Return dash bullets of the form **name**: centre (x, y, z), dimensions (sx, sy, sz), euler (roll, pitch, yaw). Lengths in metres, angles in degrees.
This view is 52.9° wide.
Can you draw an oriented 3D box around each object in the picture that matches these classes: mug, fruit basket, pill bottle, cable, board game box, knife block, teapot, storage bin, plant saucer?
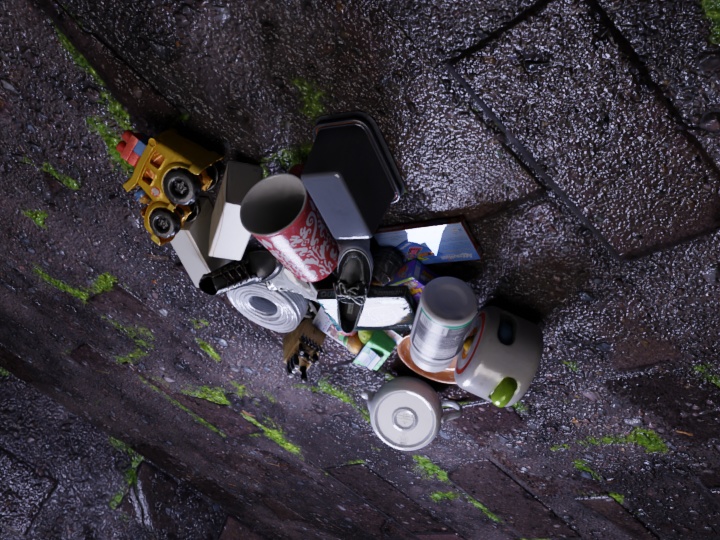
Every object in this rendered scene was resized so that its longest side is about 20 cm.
- **mug**: centre (-0.108, -0.086, 1.367), dimensions (0.133, 0.178, 0.200), euler (36, 169, 35)
- **fruit basket**: centre (-0.014, 0.146, 1.698), dimensions (0.199, 0.094, 0.185), euler (29, 145, -2)
- **pill bottle**: centre (0.160, 0.113, 1.449), dimensions (0.112, 0.114, 0.201), euler (19, 143, 7)
- **cable**: centre (-0.224, 0.067, 1.733), dimensions (0.199, 0.070, 0.200), euler (0, 139, 29)
- **board game box**: centre (0.130, -0.054, 1.418), dimensions (0.199, 0.020, 0.103), euler (-5, 135, 34)
- **board game box**: centre (0.021, 0.083, 1.533), dimensions (0.199, 0.028, 0.136), euler (-2, 144, 21)
- **board game box**: centre (0.089, 0.052, 1.538), dimensions (0.134, 0.045, 0.199), euler (33, 145, -29)
- **knife block**: centre (-0.155, 0.214, 1.791), dimensions (0.064, 0.176, 0.200), euler (34, 144, -14)
- **teapot**: centre (0.125, 0.349, 1.842), dimensions (0.197, 0.146, 0.200), euler (-42, 92, 18)
- **storage bin**: centre (-0.029, -0.156, 1.279), dimensions (0.145, 0.135, 0.201), euler (0, 137, 30)
- **plant saucer**: centre (0.185, 0.194, 1.692), dimensions (0.199, 0.038, 0.201), euler (15, 144, 11)

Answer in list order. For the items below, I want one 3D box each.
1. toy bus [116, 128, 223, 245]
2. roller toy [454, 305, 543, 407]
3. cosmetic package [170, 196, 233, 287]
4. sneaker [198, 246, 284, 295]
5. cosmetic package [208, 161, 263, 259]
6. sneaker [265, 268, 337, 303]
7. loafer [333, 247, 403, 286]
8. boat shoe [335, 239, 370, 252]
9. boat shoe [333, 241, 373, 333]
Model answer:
- **toy bus**: centre (-0.396, -0.180, 1.418), dimensions (0.191, 0.136, 0.200), euler (33, 114, -5)
- **roller toy**: centre (0.276, 0.173, 1.487), dimensions (0.139, 0.184, 0.200), euler (24, 178, -3)
- **cosmetic package**: centre (-0.355, -0.060, 1.617), dimensions (0.073, 0.104, 0.201), euler (6, 142, 22)
- **sneaker**: centre (-0.253, 0.009, 1.552), dimensions (0.199, 0.106, 0.075), euler (-21, 94, 38)
- **cosmetic package**: centre (-0.253, -0.117, 1.459), dimensions (0.073, 0.104, 0.200), euler (8, 147, -17)
- **sneaker**: centre (-0.135, 0.027, 1.614), dimensions (0.201, 0.076, 0.115), euler (45, 130, -13)
- **loafer**: centre (0.000, 0.000, 1.503), dimensions (0.073, 0.073, 0.199), euler (44, 151, -24)
- **boat shoe**: centre (-0.057, -0.049, 1.495), dimensions (0.199, 0.070, 0.071), euler (5, 163, 38)
- **boat shoe**: centre (-0.019, 0.038, 1.417), dimensions (0.073, 0.068, 0.200), euler (11, 128, -2)
